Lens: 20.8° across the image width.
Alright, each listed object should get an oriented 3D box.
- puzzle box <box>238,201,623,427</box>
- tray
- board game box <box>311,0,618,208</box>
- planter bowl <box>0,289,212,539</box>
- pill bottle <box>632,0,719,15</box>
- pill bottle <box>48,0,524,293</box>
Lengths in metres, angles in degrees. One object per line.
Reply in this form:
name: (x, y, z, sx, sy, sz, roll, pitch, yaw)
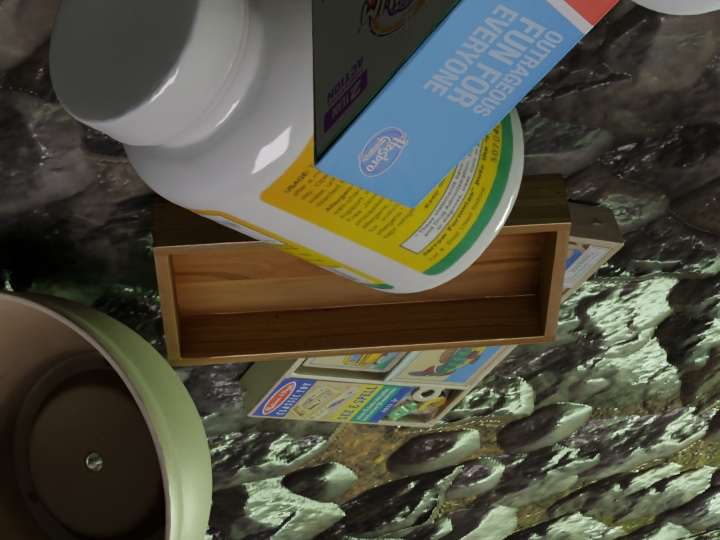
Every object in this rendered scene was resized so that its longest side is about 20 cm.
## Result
puzzle box: (0.036, 0.024, 1.086, 0.133, 0.025, 0.200, 7, 142, -33)
tray: (0.000, 0.000, 0.982, 0.200, 0.037, 0.099, -4, 142, -3)
board game box: (0.038, -0.142, 0.647, 0.040, 0.200, 0.153, 22, 135, -26)
planter bowl: (-0.157, 0.103, 0.987, 0.200, 0.200, 0.135, -29, 175, 20)
pill bottle: (0.147, -0.154, 0.729, 0.200, 0.104, 0.104, -18, 154, -34)
pill bottle: (-0.030, -0.068, 0.822, 0.113, 0.113, 0.200, -34, 145, 27)
